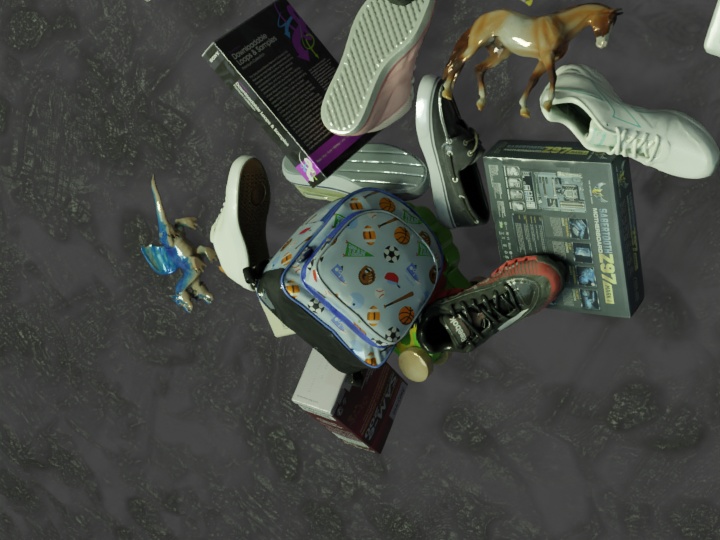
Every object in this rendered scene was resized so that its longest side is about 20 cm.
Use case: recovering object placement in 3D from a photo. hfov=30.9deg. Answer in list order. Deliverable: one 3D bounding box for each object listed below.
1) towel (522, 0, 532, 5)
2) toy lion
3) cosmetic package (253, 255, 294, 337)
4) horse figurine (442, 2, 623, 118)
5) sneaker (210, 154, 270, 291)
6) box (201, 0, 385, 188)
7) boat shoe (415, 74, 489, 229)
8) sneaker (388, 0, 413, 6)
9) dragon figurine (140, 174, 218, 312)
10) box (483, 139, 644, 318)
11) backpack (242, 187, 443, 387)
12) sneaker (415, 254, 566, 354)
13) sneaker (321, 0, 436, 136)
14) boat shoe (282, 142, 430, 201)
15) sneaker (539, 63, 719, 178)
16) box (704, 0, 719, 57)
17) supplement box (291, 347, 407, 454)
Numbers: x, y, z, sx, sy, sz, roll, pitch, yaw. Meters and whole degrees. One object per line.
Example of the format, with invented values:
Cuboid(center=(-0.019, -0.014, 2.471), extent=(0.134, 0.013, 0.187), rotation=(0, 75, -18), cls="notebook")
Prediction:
Cuboid(center=(0.115, -0.363, 1.315), extent=(0.200, 0.023, 0.144), rotation=(42, 164, 4), cls="towel")
Cuboid(center=(0.066, 0.017, 1.646), extent=(0.192, 0.069, 0.200), rotation=(45, 136, 9), cls="toy lion")
Cuboid(center=(-0.050, 0.017, 1.680), extent=(0.200, 0.071, 0.105), rotation=(-12, 102, 52), cls="cosmetic package")
Cuboid(center=(0.164, -0.229, 1.373), extent=(0.200, 0.133, 0.050), rotation=(13, 169, 42), cls="horse figurine")
Cuboid(center=(-0.170, -0.069, 1.738), extent=(0.085, 0.073, 0.200), rotation=(24, 128, 30), cls="sneaker")
Cuboid(center=(-0.074, -0.210, 1.518), extent=(0.200, 0.143, 0.036), rotation=(51, 136, -6), cls="box")
Cuboid(center=(0.112, -0.133, 1.497), extent=(0.066, 0.070, 0.200), rotation=(4, 124, 24), cls="boat shoe")
Cuboid(center=(0.006, -0.376, 1.393), extent=(0.200, 0.076, 0.091), rotation=(63, 162, -14), cls="sneaker")
Cuboid(center=(-0.267, -0.030, 1.843), extent=(0.099, 0.059, 0.200), rotation=(-25, 105, 43), cls="dragon figurine")
Cuboid(center=(0.232, -0.048, 1.481), extent=(0.158, 0.051, 0.200), rotation=(6, 124, 34), cls="box")
Cuboid(center=(0.000, 0.000, 1.509), extent=(0.200, 0.191, 0.154), rotation=(45, 148, -19), cls="backpack")
Cuboid(center=(0.144, 0.045, 1.497), extent=(0.200, 0.098, 0.071), rotation=(-24, 102, 31), cls="sneaker")
Cuboid(center=(0.033, -0.242, 1.480), extent=(0.075, 0.105, 0.200), rotation=(35, 106, 21), cls="sneaker")
Cuboid(center=(0.000, -0.115, 1.599), extent=(0.200, 0.072, 0.062), rotation=(11, 155, 29), cls="boat shoe")
Cuboid(center=(0.276, -0.142, 1.364), extent=(0.200, 0.080, 0.070), rotation=(28, 131, 14), cls="sneaker")
Cuboid(center=(0.429, -0.255, 1.087), extent=(0.199, 0.200, 0.171), rotation=(26, 130, 20), cls="box")
Cuboid(center=(-0.010, 0.158, 1.696), extent=(0.061, 0.109, 0.200), rotation=(16, 165, 25), cls="supplement box")
